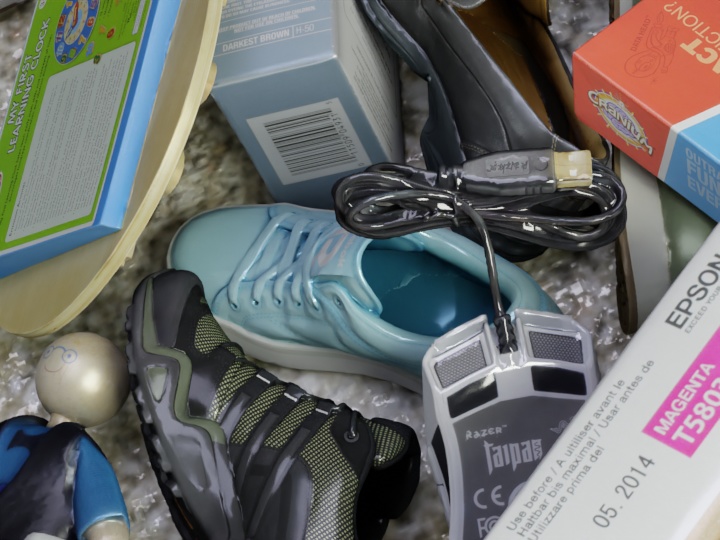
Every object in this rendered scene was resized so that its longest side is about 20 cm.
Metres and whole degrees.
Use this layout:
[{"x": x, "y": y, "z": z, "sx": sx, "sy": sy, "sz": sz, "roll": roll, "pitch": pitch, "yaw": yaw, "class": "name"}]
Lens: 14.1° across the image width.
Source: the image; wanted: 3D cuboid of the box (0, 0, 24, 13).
[{"x": -0.282, "y": -0.170, "z": 1.400, "sx": 0.200, "sy": 0.097, "sz": 0.177, "roll": -24, "pitch": 50, "yaw": 1, "class": "box"}]

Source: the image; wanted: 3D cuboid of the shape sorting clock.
[{"x": -0.109, "y": -0.066, "z": 1.239, "sx": 0.200, "sy": 0.039, "sz": 0.200, "roll": -38, "pitch": 41, "yaw": 41, "class": "shape sorting clock"}]

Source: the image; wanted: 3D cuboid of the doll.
[{"x": -0.141, "y": 0.115, "z": 1.164, "sx": 0.136, "sy": 0.048, "sz": 0.200, "roll": -1, "pitch": 56, "yaw": 46, "class": "doll"}]

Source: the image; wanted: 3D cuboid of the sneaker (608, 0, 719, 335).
[{"x": 0.147, "y": -0.057, "z": 1.189, "sx": 0.090, "sy": 0.067, "sz": 0.200, "roll": -2, "pitch": 51, "yaw": 4, "class": "sneaker"}]

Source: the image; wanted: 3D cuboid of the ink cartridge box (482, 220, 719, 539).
[{"x": 0.126, "y": 0.090, "z": 1.022, "sx": 0.075, "sy": 0.165, "sz": 0.200, "roll": 29, "pitch": 69, "yaw": 30, "class": "ink cartridge box"}]

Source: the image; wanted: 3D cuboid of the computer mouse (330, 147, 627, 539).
[{"x": 0.056, "y": 0.053, "z": 1.102, "sx": 0.109, "sy": 0.044, "sz": 0.200, "roll": -8, "pitch": 96, "yaw": -3, "class": "computer mouse"}]

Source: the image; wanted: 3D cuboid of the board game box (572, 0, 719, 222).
[{"x": 0.206, "y": -0.087, "z": 1.133, "sx": 0.200, "sy": 0.040, "sz": 0.153, "roll": -38, "pitch": 57, "yaw": -20, "class": "board game box"}]

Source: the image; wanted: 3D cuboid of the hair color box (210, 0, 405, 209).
[{"x": -0.026, "y": -0.135, "z": 1.277, "sx": 0.061, "sy": 0.099, "sz": 0.200, "roll": -12, "pitch": 53, "yaw": 13, "class": "hair color box"}]

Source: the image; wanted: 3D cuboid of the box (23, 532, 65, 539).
[{"x": -0.056, "y": 0.233, "z": 0.968, "sx": 0.171, "sy": 0.200, "sz": 0.199, "roll": 15, "pitch": 63, "yaw": 26, "class": "box"}]

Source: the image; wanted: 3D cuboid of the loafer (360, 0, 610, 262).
[{"x": 0.052, "y": -0.106, "z": 1.210, "sx": 0.072, "sy": 0.073, "sz": 0.200, "roll": -38, "pitch": 67, "yaw": 43, "class": "loafer"}]

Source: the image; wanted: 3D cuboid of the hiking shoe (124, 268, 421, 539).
[{"x": -0.029, "y": 0.077, "z": 1.158, "sx": 0.101, "sy": 0.076, "sz": 0.200, "roll": -19, "pitch": 58, "yaw": -8, "class": "hiking shoe"}]

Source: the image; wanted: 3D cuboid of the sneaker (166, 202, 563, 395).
[{"x": 0.000, "y": 0.000, "z": 1.185, "sx": 0.200, "sy": 0.082, "sz": 0.074, "roll": 15, "pitch": 62, "yaw": 28, "class": "sneaker"}]
